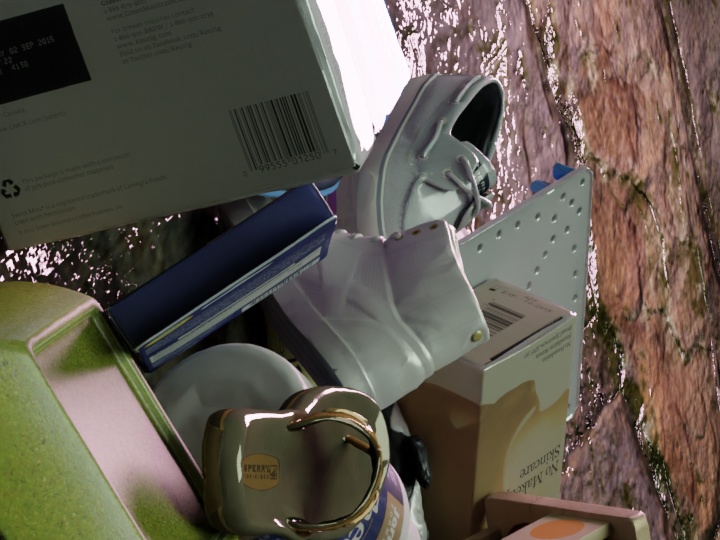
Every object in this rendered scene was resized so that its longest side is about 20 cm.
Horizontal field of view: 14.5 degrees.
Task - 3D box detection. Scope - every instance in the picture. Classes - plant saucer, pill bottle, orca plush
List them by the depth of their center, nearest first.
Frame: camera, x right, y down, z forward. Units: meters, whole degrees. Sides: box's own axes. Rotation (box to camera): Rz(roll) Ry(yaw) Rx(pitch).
[{"bbox_3d":[-0.124,0.093,1.333,0.200,0.048,0.200,59,11,-3],"label":"plant saucer"},{"bbox_3d":[-0.039,0.129,1.579,0.200,0.111,0.111,48,34,-54],"label":"pill bottle"},{"bbox_3d":[-0.005,0.161,1.776,0.105,0.071,0.201,10,-73,62],"label":"orca plush"}]

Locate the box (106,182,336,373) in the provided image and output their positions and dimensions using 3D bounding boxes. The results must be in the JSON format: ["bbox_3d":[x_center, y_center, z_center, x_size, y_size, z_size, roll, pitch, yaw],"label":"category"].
[{"bbox_3d":[-0.070,0.004,1.454,0.032,0.121,0.200,56,-5,2],"label":"box"}]

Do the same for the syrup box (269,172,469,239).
[{"bbox_3d":[0.013,-0.011,1.861,0.200,0.081,0.079,45,38,-54],"label":"syrup box"}]

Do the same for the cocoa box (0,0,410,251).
[{"bbox_3d":[-0.095,-0.111,1.435,0.131,0.199,0.134,-61,135,-63],"label":"cocoa box"}]

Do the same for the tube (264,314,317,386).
[{"bbox_3d":[-0.035,0.057,1.730,0.052,0.058,0.201,15,66,-67],"label":"tube"}]

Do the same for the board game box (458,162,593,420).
[{"bbox_3d":[0.079,0.049,1.870,0.200,0.026,0.201,-31,134,-41],"label":"board game box"}]

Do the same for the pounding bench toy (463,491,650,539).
[{"bbox_3d":[0.103,0.254,1.719,0.156,0.124,0.201,-22,108,-42],"label":"pounding bench toy"}]

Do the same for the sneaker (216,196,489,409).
[{"bbox_3d":[0.000,0.000,1.659,0.200,0.115,0.074,51,-14,41],"label":"sneaker"}]

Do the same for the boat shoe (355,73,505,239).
[{"bbox_3d":[0.049,-0.061,1.762,0.201,0.071,0.070,-71,144,-49],"label":"boat shoe"}]

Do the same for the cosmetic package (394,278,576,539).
[{"bbox_3d":[0.076,0.119,1.820,0.105,0.071,0.201,-29,132,-42],"label":"cosmetic package"}]

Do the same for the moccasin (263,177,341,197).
[{"bbox_3d":[-0.061,-0.083,1.638,0.200,0.080,0.068,-2,113,-62],"label":"moccasin"}]

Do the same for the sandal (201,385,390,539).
[{"bbox_3d":[-0.020,0.098,1.424,0.200,0.054,0.081,4,80,-68],"label":"sandal"}]
